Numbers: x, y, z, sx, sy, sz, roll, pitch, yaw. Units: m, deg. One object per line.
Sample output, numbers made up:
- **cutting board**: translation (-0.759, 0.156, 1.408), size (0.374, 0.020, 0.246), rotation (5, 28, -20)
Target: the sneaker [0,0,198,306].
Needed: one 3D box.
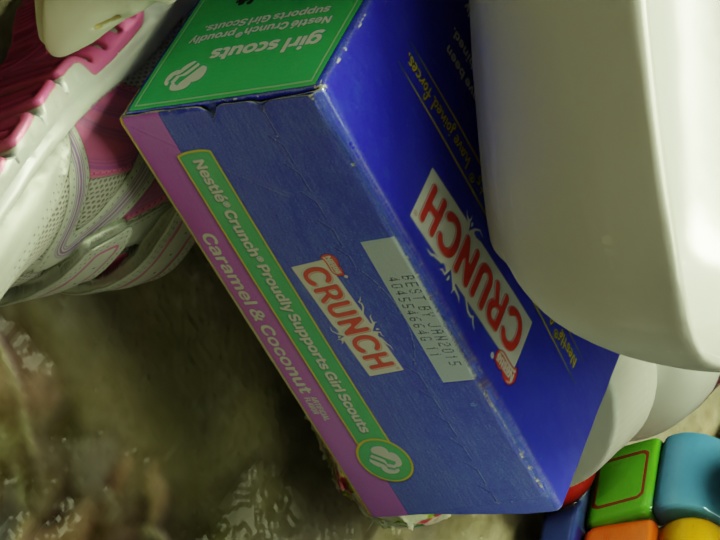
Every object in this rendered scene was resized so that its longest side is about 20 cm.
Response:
- **sneaker**: translation (-0.085, -0.027, 0.733), size (0.088, 0.081, 0.200), rotation (57, 47, -24)

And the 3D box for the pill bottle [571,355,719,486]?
- **pill bottle**: translation (0.108, -0.001, 0.931), size (0.200, 0.109, 0.110), rotation (-37, 111, -46)

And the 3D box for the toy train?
- **toy train**: translation (0.113, 0.138, 0.880), size (0.085, 0.115, 0.200), rotation (54, 32, -28)

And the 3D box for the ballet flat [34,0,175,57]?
- **ballet flat**: translation (-0.104, -0.095, 0.675), size (0.200, 0.072, 0.072), rotation (0, 81, -6)

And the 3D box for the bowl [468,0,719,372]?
- **bowl**: translation (0.095, -0.070, 0.728), size (0.200, 0.074, 0.201), rotation (-4, 91, -60)

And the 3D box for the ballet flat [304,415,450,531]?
- **ballet flat**: translation (0.000, 0.000, 0.827), size (0.064, 0.075, 0.201), rotation (-93, 163, -77)

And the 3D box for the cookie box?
- **cookie box**: translation (0.029, -0.050, 0.767), size (0.171, 0.075, 0.200), rotation (60, 38, -31)
